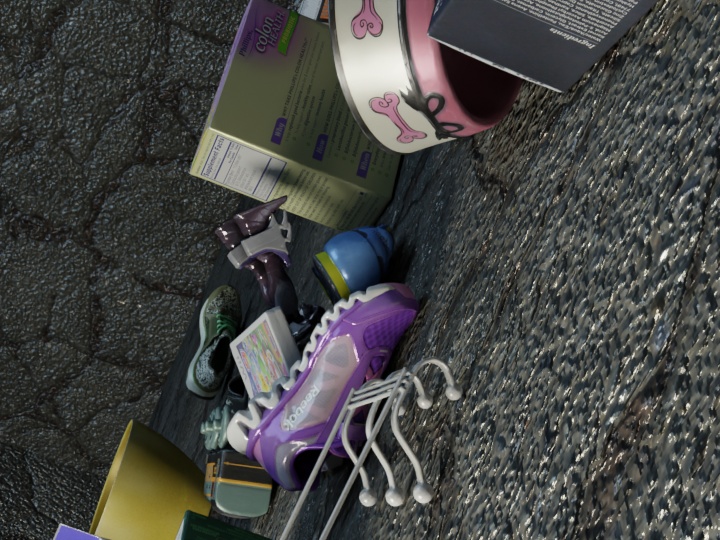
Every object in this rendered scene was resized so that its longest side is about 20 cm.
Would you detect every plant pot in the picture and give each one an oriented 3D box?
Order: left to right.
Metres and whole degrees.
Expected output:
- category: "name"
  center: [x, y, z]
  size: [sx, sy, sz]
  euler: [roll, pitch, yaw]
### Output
- category: "plant pot"
  center: [-0.285, 0.325, 1.847]
  size: [0.200, 0.140, 0.202]
  euler: [-159, 90, -80]

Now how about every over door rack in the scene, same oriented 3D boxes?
- category: "over door rack"
  center: [-0.013, 0.155, 0.888]
  size: [0.201, 0.066, 0.148]
  euler: [-51, 4, -18]

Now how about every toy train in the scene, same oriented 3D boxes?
- category: "toy train"
  center: [-0.133, 0.210, 1.453]
  size: [0.200, 0.084, 0.116]
  euler: [147, 133, -74]

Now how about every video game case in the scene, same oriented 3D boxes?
- category: "video game case"
  center: [-0.072, 0.117, 1.217]
  size: [0.145, 0.018, 0.200]
  euler: [67, 163, 5]

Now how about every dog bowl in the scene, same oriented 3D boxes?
- category: "dog bowl"
  center: [0.057, -0.184, 0.944]
  size: [0.199, 0.073, 0.203]
  euler: [-11, -78, -60]

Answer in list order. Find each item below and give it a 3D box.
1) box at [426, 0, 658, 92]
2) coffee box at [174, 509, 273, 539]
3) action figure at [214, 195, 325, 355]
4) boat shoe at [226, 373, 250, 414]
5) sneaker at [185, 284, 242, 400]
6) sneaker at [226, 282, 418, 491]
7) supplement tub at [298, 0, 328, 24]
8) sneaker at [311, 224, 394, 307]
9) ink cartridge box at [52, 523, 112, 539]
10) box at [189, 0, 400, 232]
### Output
- category: "box"
  center: [0.131, -0.223, 0.795]
  size: [0.200, 0.103, 0.150]
  euler: [134, 154, -65]
- category: "coffee box"
  center: [-0.091, 0.271, 0.977]
  size: [0.201, 0.122, 0.044]
  euler: [-91, 25, -61]
- category: "action figure"
  center: [-0.069, 0.036, 1.265]
  size: [0.130, 0.069, 0.202]
  euler: [167, 81, -76]
- category: "boat shoe"
  center: [-0.125, 0.145, 1.567]
  size: [0.201, 0.067, 0.072]
  euler: [118, 166, -45]
- category: "sneaker"
  center: [-0.223, 0.111, 2.193]
  size: [0.088, 0.076, 0.202]
  euler: [-32, 42, 52]
- category: "sneaker"
  center: [-0.015, 0.099, 1.059]
  size: [0.200, 0.080, 0.089]
  euler: [-49, 57, 16]
- category: "supplement tub"
  center: [-0.034, -0.307, 1.797]
  size: [0.123, 0.121, 0.202]
  euler: [131, 158, -63]
- category: "sneaker"
  center: [0.000, 0.000, 1.232]
  size: [0.078, 0.066, 0.200]
  euler: [-34, -5, -6]
- category: "ink cartridge box"
  center: [-0.255, 0.356, 1.459]
  size: [0.199, 0.198, 0.044]
  euler: [122, 163, -51]
- category: "box"
  center: [-0.054, -0.158, 1.393]
  size: [0.097, 0.198, 0.178]
  euler: [128, 159, -58]
